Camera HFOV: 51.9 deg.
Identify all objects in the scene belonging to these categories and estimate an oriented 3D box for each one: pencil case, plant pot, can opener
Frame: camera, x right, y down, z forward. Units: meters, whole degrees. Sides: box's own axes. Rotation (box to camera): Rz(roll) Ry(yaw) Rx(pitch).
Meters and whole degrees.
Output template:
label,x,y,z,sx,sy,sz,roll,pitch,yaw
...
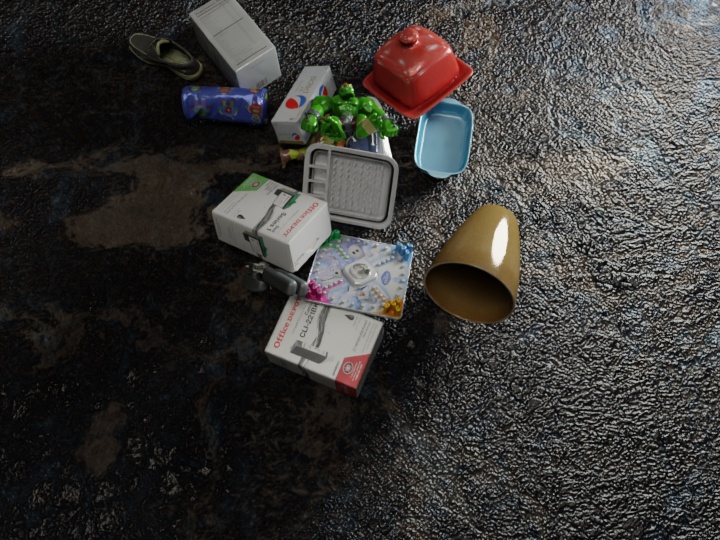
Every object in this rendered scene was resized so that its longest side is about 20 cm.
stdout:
label,x,y,z,sx,sy,sz,roll,pitch,yaw
pencil case,-0.301,-0.370,1.665,0.197,0.088,0.078,4,39,3
plant pot,0.244,-0.029,1.485,0.185,0.187,0.201,20,56,9
can opener,-0.171,0.022,1.482,0.052,0.199,0.067,5,98,-36

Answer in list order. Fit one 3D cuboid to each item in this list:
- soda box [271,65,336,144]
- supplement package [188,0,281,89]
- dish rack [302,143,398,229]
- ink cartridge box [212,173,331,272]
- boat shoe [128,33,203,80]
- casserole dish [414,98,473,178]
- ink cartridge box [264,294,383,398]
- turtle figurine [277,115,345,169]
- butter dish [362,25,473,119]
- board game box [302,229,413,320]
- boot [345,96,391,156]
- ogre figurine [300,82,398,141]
label,x,y,z,sx,sy,sz,roll,pitch,yaw
soda box,-0.122,-0.366,1.630,0.067,0.064,0.201,6,50,23
supplement package,-0.288,-0.519,1.704,0.113,0.110,0.201,-35,73,-11
dish rack,-0.021,-0.182,1.560,0.198,0.173,0.044,11,32,6
ink cartridge box,-0.178,-0.101,1.517,0.198,0.085,0.146,22,52,24
boat shoe,-0.459,-0.514,1.729,0.199,0.066,0.072,29,73,12
casserole dish,0.184,-0.287,1.643,0.120,0.039,0.202,8,69,5
ink cartridge box,-0.071,0.142,1.463,0.198,0.084,0.145,20,70,10
turtle figurine,-0.098,-0.268,1.628,0.159,0.065,0.202,-10,69,-2
butter dish,0.117,-0.469,1.639,0.200,0.148,0.199,-39,56,-12
board game box,0.000,0.000,1.499,0.198,0.026,0.201,12,46,3
boot,0.008,-0.293,1.619,0.089,0.073,0.202,-3,68,-25
ogre figurine,-0.031,-0.327,1.559,0.198,0.099,0.121,-15,46,-2
